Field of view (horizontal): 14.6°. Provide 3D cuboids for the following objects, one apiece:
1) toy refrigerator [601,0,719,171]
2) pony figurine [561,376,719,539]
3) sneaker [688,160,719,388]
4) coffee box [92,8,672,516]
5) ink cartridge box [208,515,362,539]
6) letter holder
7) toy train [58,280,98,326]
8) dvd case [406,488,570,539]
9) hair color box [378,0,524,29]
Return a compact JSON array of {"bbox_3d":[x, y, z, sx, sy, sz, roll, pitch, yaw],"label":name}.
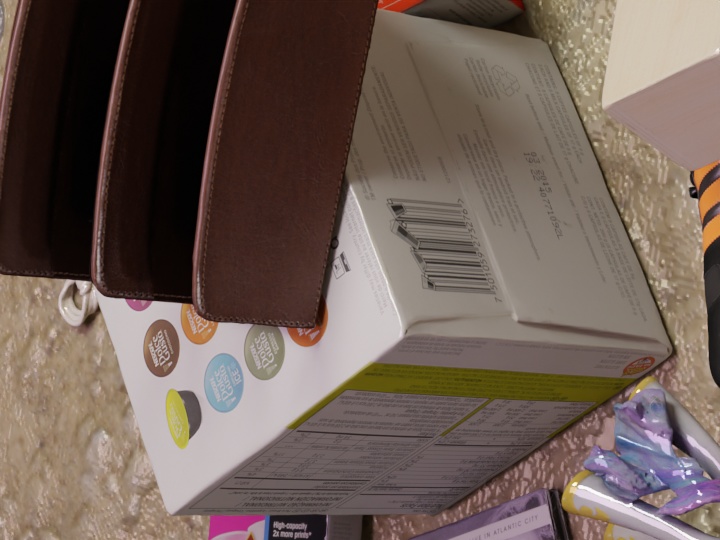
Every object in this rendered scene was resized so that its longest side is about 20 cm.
[{"bbox_3d":[0.176,-0.152,1.336,0.076,0.070,0.200,-25,42,43],"label":"toy refrigerator"},{"bbox_3d":[0.192,0.140,1.317,0.200,0.167,0.193,36,144,28],"label":"pony figurine"},{"bbox_3d":[0.193,-0.037,1.373,0.090,0.070,0.200,13,93,51],"label":"sneaker"},{"bbox_3d":[0.000,0.000,1.467,0.198,0.200,0.200,-39,61,37],"label":"coffee box"},{"bbox_3d":[-0.045,0.172,1.608,0.095,0.037,0.200,-2,79,41],"label":"ink cartridge box"},{"bbox_3d":[-0.084,-0.083,1.315,0.101,0.142,0.200,16,98,44],"label":"letter holder"},{"bbox_3d":[-0.131,0.022,1.703,0.200,0.056,0.150,37,113,40],"label":"toy train"},{"bbox_3d":[0.072,0.233,1.516,0.149,0.016,0.200,-25,71,42],"label":"dvd case"},{"bbox_3d":[-0.022,-0.130,1.511,0.200,0.102,0.061,-26,76,14],"label":"hair color box"}]
